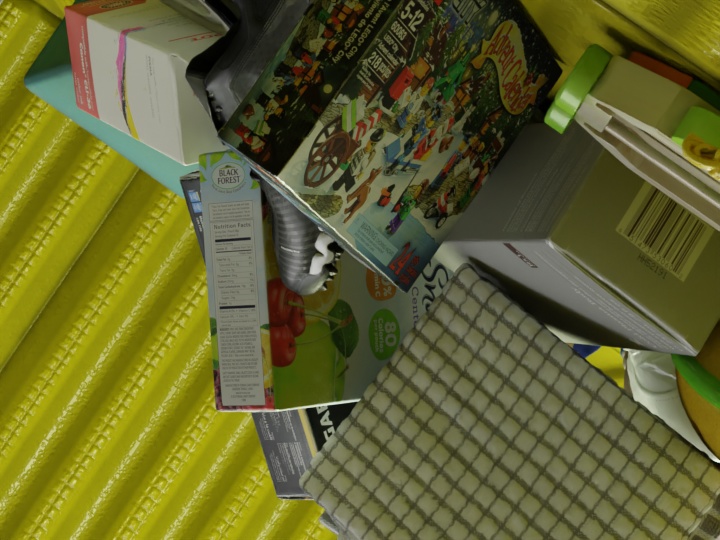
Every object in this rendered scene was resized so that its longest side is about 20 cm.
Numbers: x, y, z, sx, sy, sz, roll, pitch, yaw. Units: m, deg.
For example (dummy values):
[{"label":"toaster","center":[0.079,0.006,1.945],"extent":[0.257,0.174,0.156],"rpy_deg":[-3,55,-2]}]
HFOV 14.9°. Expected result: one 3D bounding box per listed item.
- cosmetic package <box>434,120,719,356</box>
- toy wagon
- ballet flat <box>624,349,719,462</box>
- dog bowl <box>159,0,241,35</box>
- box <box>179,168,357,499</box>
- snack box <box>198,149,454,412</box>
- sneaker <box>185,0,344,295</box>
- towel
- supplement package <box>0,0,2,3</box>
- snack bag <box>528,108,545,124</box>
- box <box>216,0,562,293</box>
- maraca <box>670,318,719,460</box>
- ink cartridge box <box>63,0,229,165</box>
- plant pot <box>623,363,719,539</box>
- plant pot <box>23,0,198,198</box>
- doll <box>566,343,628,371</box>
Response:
[{"label":"cosmetic package","center":[0.119,-0.019,1.456],"extent":[0.107,0.091,0.200],"rpy_deg":[35,168,-13]},{"label":"toy wagon","center":[0.157,-0.045,1.212],"extent":[0.155,0.040,0.200],"rpy_deg":[35,177,3]},{"label":"ballet flat","center":[0.169,0.028,1.547],"extent":[0.069,0.069,0.201],"rpy_deg":[36,-156,-28]},{"label":"dog bowl","center":[-0.128,-0.210,1.465],"extent":[0.200,0.074,0.200],"rpy_deg":[35,177,2]},{"label":"box","center":[-0.011,0.010,1.611],"extent":[0.049,0.159,0.201],"rpy_deg":[-5,107,42]},{"label":"snack box","center":[0.000,0.000,1.550],"extent":[0.053,0.143,0.199],"rpy_deg":[-2,-179,42]},{"label":"sneaker","center":[-0.045,-0.082,1.424],"extent":[0.090,0.201,0.067],"rpy_deg":[4,-152,3]},{"label":"towel","center":[0.085,0.120,1.469],"extent":[0.200,0.166,0.085],"rpy_deg":[39,-175,30]},{"label":"supplement package","center":[-0.245,-0.254,1.307],"extent":[0.200,0.148,0.191],"rpy_deg":[32,176,45]},{"label":"snack bag","center":[0.029,-0.127,1.573],"extent":[0.200,0.021,0.188],"rpy_deg":[38,175,-33]},{"label":"box","center":[0.019,-0.078,1.276],"extent":[0.038,0.137,0.200],"rpy_deg":[35,178,23]},{"label":"maraca","center":[0.227,0.052,1.437],"extent":[0.136,0.108,0.200],"rpy_deg":[20,-162,0]},{"label":"ink cartridge box","center":[-0.077,-0.113,1.569],"extent":[0.116,0.068,0.200],"rpy_deg":[-14,-160,-24]},{"label":"plant pot","center":[0.240,0.105,1.614],"extent":[0.200,0.200,0.175],"rpy_deg":[31,157,56]},{"label":"plant pot","center":[-0.110,-0.144,1.784],"extent":[0.141,0.142,0.200],"rpy_deg":[35,172,-13]},{"label":"doll","center":[0.137,0.001,1.656],"extent":[0.200,0.048,0.137],"rpy_deg":[-18,-90,-63]}]
